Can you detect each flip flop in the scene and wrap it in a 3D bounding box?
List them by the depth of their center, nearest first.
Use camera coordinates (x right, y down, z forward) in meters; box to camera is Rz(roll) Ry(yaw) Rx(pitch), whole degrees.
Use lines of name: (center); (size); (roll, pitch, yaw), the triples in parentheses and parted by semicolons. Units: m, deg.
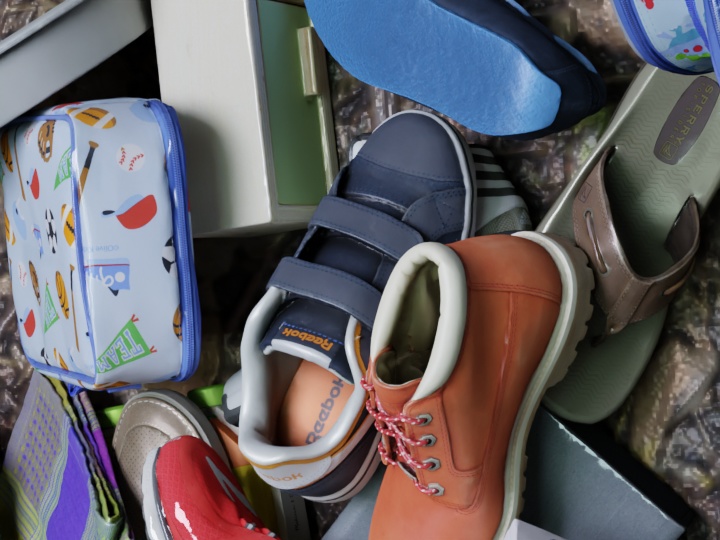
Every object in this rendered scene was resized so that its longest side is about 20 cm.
flip flop: (0.134, -0.020, 0.979); (0.081, 0.058, 0.201); (27, 99, -9)

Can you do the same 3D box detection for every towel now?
towel: (-0.175, 0.150, 1.146); (0.145, 0.023, 0.200); (-67, 26, 18)

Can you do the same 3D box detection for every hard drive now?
hard drive: (0.056, 0.154, 1.047); (0.139, 0.033, 0.201); (40, 111, 11)

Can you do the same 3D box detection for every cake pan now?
cake pan: (-0.192, -0.108, 1.125); (0.199, 0.200, 0.037); (-26, 103, 29)

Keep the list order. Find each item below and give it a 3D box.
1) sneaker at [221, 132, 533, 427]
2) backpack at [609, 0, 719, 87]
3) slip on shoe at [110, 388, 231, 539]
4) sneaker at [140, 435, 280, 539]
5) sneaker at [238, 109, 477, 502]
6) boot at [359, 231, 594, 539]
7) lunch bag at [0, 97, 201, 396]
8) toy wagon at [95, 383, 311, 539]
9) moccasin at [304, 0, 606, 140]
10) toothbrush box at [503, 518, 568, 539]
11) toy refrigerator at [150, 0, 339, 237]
sneaker: (0.000, 0.000, 1.080); (0.200, 0.076, 0.116); (-30, 67, 20)
backpack: (0.190, -0.154, 0.891); (0.146, 0.182, 0.202); (-18, 88, 37)
slip on shoe: (-0.111, 0.166, 1.101); (0.075, 0.060, 0.202); (2, 92, 31)
sneaker: (-0.035, 0.158, 1.028); (0.085, 0.077, 0.201); (-43, 70, 26)
sneaker: (-0.002, 0.013, 0.993); (0.078, 0.079, 0.202); (15, 85, 27)
boot: (0.031, 0.075, 0.956); (0.075, 0.107, 0.202); (27, 106, 37)
lunch bag: (-0.142, -0.011, 1.106); (0.200, 0.075, 0.162); (-175, 77, -70)
toy wagon: (-0.117, 0.152, 1.163); (0.199, 0.039, 0.157); (-13, 84, 31)
moccasin: (0.044, -0.114, 1.040); (0.200, 0.068, 0.081); (44, 125, 40)
toothbrush box: (0.132, 0.227, 0.939); (0.199, 0.086, 0.147); (23, 104, -1)
toy refrigerator: (-0.062, -0.122, 1.102); (0.069, 0.076, 0.202); (-9, 86, 31)
